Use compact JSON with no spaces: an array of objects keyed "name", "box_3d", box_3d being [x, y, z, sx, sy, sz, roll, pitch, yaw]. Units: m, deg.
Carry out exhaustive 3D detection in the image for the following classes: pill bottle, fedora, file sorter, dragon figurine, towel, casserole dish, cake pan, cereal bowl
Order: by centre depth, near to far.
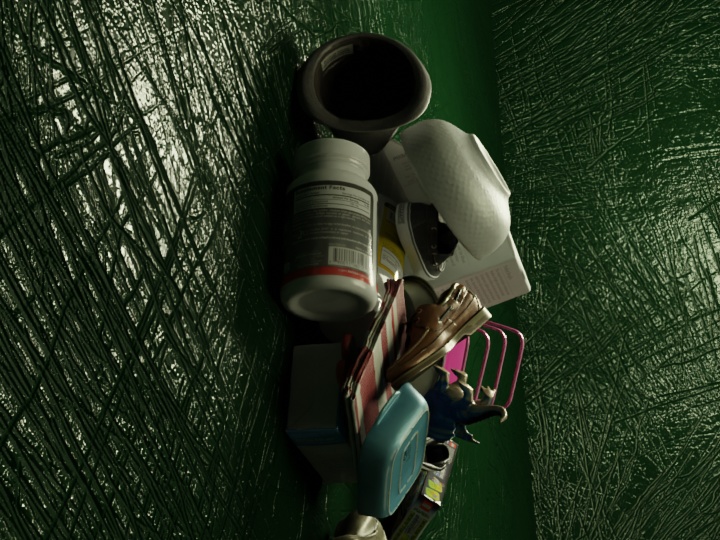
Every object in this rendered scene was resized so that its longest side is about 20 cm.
[{"name":"casserole dish","box_3d":[0.042,0.220,1.328,0.121,0.039,0.200,-51,156,-35]},{"name":"towel","box_3d":[0.019,0.124,1.333,0.200,0.023,0.144,-65,157,-44]},{"name":"pill bottle","box_3d":[-0.036,-0.049,1.342,0.116,0.116,0.200,57,30,-60]},{"name":"dragon figurine","box_3d":[0.116,0.180,1.373,0.059,0.200,0.100,13,99,-37]},{"name":"pill bottle","box_3d":[0.000,0.000,1.466,0.200,0.112,0.113,-80,159,-45]},{"name":"cereal bowl","box_3d":[0.139,-0.118,1.476,0.200,0.083,0.200,55,13,-19]},{"name":"fedora","box_3d":[0.004,-0.223,1.488,0.090,0.177,0.200,89,-8,-52]},{"name":"cake pan","box_3d":[0.045,0.103,1.512,0.037,0.200,0.201,10,69,-30]},{"name":"file sorter","box_3d":[0.136,0.138,1.690,0.200,0.125,0.139,5,98,-48]}]

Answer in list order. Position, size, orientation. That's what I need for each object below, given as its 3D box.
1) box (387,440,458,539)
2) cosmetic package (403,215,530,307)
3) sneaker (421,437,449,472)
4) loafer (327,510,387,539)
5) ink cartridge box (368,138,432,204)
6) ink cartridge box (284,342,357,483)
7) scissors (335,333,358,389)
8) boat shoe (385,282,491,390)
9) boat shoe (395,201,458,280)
[{"name":"box","box_3d":[0.097,0.344,1.728,0.110,0.035,0.200,-59,178,21]},{"name":"cosmetic package","box_3d":[0.144,-0.028,1.786,0.167,0.200,0.167,52,19,-64]},{"name":"sneaker","box_3d":[0.081,0.288,1.648,0.200,0.115,0.076,42,44,-69]},{"name":"loafer","box_3d":[-0.013,0.335,1.386,0.200,0.075,0.070,48,27,-74]},{"name":"ink cartridge box","box_3d":[0.045,-0.140,1.595,0.161,0.050,0.200,97,-29,-67]},{"name":"ink cartridge box","box_3d":[-0.026,0.187,1.376,0.200,0.068,0.115,62,27,-53]},{"name":"scissors","box_3d":[0.005,0.146,1.356,0.200,0.014,0.073,63,25,-54]},{"name":"boat shoe","box_3d":[0.082,0.079,1.381,0.068,0.072,0.200,53,40,3]},{"name":"boat shoe","box_3d":[0.098,-0.041,1.502,0.200,0.066,0.070,59,29,-62]}]
